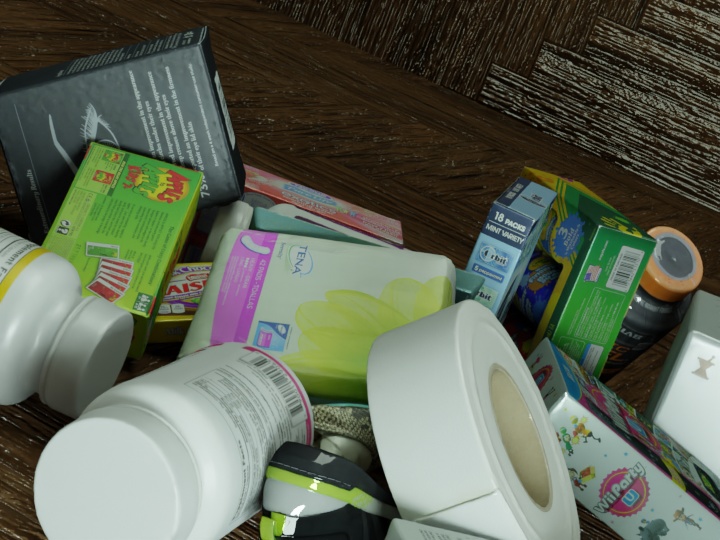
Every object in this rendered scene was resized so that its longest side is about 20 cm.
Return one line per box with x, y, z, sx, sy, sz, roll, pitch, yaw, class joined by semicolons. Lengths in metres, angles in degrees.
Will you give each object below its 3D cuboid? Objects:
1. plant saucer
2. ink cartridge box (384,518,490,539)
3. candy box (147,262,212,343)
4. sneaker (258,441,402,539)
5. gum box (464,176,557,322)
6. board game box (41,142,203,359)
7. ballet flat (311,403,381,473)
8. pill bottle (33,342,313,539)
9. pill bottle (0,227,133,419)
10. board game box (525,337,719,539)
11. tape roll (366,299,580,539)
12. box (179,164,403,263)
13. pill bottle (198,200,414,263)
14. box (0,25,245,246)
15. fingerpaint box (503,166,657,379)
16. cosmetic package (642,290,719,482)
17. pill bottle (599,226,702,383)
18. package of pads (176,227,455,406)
0.000;0.000;1.396;0.198;0.070;0.019;17;58;-4;plant saucer
0.112;0.235;1.006;0.198;0.084;0.147;15;15;-20;ink cartridge box
-0.110;0.024;1.418;0.198;0.027;0.102;-2;26;-13;candy box
-0.018;0.174;1.086;0.071;0.083;0.200;10;-18;31;sneaker
0.113;0.024;1.527;0.044;0.201;0.170;23;14;8;gum box
-0.201;-0.020;1.377;0.101;0.048;0.201;15;38;-2;board game box
-0.056;0.127;1.216;0.198;0.068;0.076;13;38;-15;ballet flat
-0.113;0.116;1.049;0.113;0.114;0.200;25;15;15;pill bottle
-0.263;0.025;1.166;0.199;0.112;0.111;25;15;10;pill bottle
0.211;0.157;1.353;0.200;0.064;0.148;38;12;-9;board game box
0.080;0.125;1.148;0.203;0.070;0.203;56;21;-35;tape roll
-0.066;-0.027;1.650;0.198;0.103;0.095;19;15;-6;box
-0.047;0.006;1.541;0.199;0.113;0.112;21;15;-3;pill bottle
-0.215;-0.120;1.511;0.198;0.149;0.104;-13;17;2;box
0.181;0.024;1.622;0.073;0.201;0.167;14;17;-25;fingerpaint box
0.345;0.138;1.521;0.166;0.168;0.200;23;14;9;cosmetic package
0.258;0.033;1.676;0.105;0.200;0.107;12;58;-20;pill bottle
-0.030;0.045;1.317;0.198;0.069;0.155;8;43;6;package of pads
